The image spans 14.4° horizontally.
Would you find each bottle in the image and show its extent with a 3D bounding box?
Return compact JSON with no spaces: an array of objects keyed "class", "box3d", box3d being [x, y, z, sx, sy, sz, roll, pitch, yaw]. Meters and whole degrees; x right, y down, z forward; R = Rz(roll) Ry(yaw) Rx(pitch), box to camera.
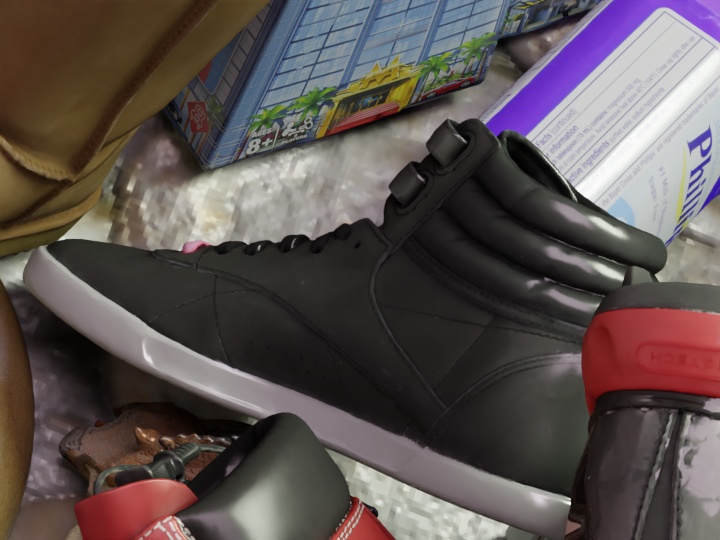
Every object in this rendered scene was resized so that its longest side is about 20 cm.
[{"class":"bottle","box3d":[0.089,-0.048,0.883,0.065,0.084,0.200,36,57,16]}]

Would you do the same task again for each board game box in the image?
[{"class":"board game box","box3d":[0.040,-0.140,0.847,0.200,0.200,0.062,-20,60,-25]}]

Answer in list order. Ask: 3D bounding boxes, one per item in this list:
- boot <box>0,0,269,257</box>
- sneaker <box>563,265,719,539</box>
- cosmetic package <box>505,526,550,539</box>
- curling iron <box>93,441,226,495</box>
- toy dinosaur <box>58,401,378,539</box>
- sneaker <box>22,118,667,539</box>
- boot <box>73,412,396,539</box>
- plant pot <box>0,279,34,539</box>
[{"class":"boot","box3d":[-0.084,-0.071,0.742,0.066,0.200,0.175,52,38,8]},{"class":"sneaker","box3d":[0.093,0.079,0.705,0.071,0.200,0.098,6,68,20]},{"class":"cosmetic package","box3d":[0.144,0.144,0.813,0.150,0.052,0.200,-7,64,-23]},{"class":"curling iron","box3d":[-0.060,0.124,0.662,0.050,0.026,0.200,41,47,-33]},{"class":"toy dinosaur","box3d":[-0.035,0.119,0.757,0.135,0.086,0.200,-19,76,-38]},{"class":"sneaker","box3d":[0.000,0.000,0.790,0.200,0.071,0.099,20,89,29]},{"class":"boot","box3d":[-0.033,0.129,0.625,0.144,0.072,0.200,46,46,-16]},{"class":"plant pot","box3d":[-0.187,0.029,0.790,0.199,0.028,0.201,8,59,-13]}]
